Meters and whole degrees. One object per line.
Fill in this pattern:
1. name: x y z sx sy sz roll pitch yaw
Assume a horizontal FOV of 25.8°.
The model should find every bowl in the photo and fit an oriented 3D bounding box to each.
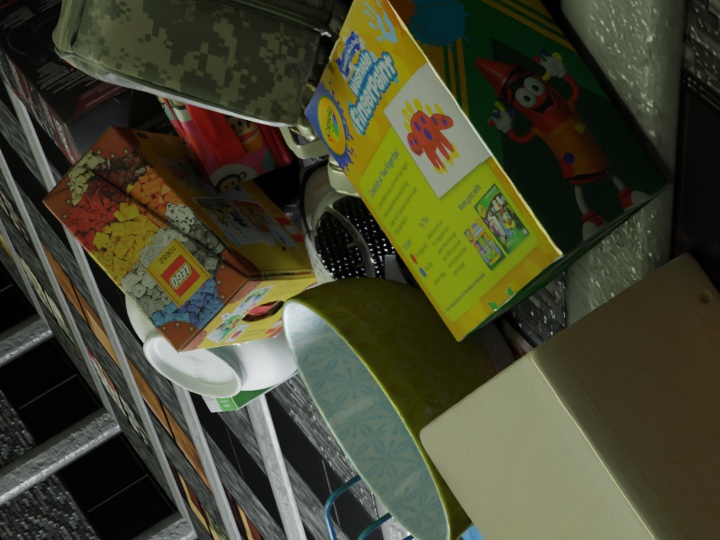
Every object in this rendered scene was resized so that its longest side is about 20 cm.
1. bowl: 0.043 0.077 1.073 0.200 0.108 0.200 51 163 23
2. bowl: -0.134 0.051 1.415 0.201 0.090 0.201 18 149 12

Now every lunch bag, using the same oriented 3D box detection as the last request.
1. lunch bag: -0.085 -0.180 0.883 0.200 0.139 0.168 -141 65 -73
2. lunch bag: -0.118 -0.157 1.099 0.176 0.082 0.200 -110 -5 -58

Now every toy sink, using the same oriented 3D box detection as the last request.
1. toy sink: 0.134 0.092 0.830 0.130 0.112 0.200 56 159 8

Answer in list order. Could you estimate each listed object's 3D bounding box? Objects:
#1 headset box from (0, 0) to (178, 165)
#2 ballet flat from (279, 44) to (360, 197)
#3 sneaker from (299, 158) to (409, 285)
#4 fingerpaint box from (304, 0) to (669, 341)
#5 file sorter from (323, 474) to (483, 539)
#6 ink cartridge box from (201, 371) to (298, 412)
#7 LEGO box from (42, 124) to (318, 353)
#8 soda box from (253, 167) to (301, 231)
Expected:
1. headset box: -0.202 -0.169 1.285 0.200 0.149 0.075 45 160 37
2. ballet flat: -0.004 -0.080 1.006 0.200 0.065 0.071 41 154 45
3. sneaker: 0.000 0.000 1.162 0.080 0.074 0.200 -117 13 -47
4. fingerpaint box: 0.057 -0.068 0.833 0.167 0.073 0.200 56 163 7
5. file sorter: 0.077 0.246 1.255 0.200 0.123 0.139 46 159 38
6. ink cartridge box: -0.162 0.044 1.663 0.200 0.084 0.146 60 164 -4
7. LEGO box: -0.118 -0.023 1.155 0.149 0.077 0.200 47 -168 11
8. soda box: -0.127 -0.097 1.329 0.200 0.071 0.063 51 168 26
